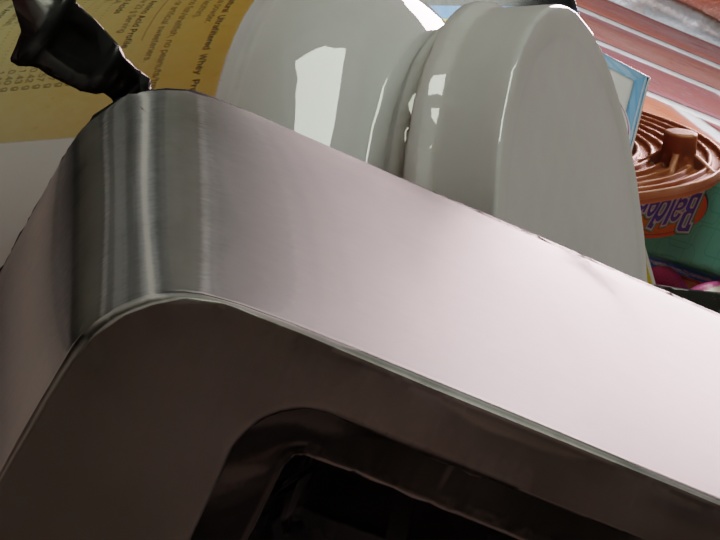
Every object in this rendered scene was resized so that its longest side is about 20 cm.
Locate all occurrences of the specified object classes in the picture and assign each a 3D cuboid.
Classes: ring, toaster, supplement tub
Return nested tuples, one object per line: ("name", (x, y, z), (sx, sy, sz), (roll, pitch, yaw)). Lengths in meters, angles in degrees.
("ring", (0.039, -0.056, 1.022), (0.199, 0.019, 0.201), (5, 16, -1))
("toaster", (-0.005, 0.079, 0.462), (0.199, 0.182, 0.119), (23, 14, -12))
("supplement tub", (-0.046, 0.010, 0.596), (0.198, 0.146, 0.144), (-3, 3, 20))

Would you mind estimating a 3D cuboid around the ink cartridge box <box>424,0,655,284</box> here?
("ink cartridge box", (-0.023, -0.038, 0.743), (0.199, 0.047, 0.199), (-2, 69, -30))

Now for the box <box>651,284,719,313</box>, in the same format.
("box", (0.066, 0.069, 0.611), (0.199, 0.137, 0.040), (8, -34, 44))

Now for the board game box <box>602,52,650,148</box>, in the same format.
("board game box", (0.000, 0.000, 0.783), (0.134, 0.201, 0.034), (26, -33, -12))

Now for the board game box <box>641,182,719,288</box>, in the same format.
("board game box", (0.189, 0.017, 1.103), (0.199, 0.045, 0.152), (31, -4, -25))

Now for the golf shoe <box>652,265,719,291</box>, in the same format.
("golf shoe", (0.133, 0.057, 0.978), (0.075, 0.092, 0.200), (-7, 17, -26))
